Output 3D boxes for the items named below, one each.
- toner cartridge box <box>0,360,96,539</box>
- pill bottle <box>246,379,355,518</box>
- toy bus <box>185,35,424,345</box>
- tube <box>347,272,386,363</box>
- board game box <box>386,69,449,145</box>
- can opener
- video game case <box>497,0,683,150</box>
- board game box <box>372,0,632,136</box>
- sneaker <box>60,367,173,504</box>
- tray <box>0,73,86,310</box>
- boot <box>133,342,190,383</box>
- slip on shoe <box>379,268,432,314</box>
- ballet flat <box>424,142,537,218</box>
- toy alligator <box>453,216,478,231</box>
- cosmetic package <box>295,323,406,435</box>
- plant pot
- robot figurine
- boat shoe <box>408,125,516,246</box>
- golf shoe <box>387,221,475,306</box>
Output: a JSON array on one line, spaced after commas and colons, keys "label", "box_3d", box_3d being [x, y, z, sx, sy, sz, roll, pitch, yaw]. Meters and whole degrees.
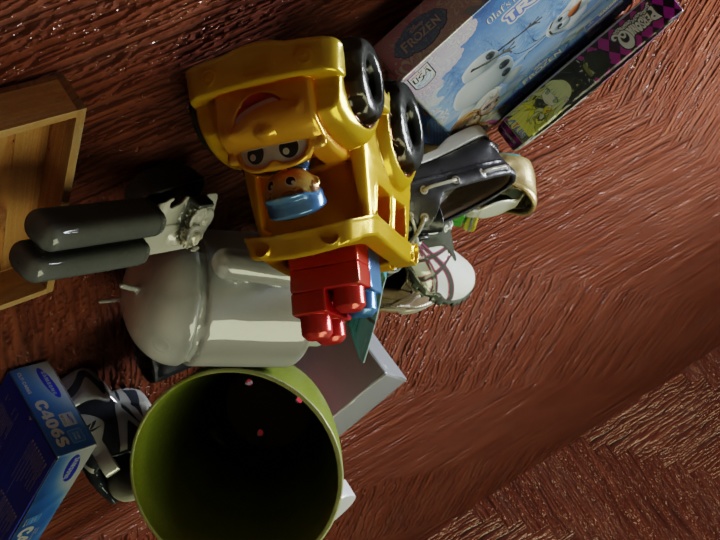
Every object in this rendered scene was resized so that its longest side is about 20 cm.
[{"label": "toner cartridge box", "box_3d": [-0.311, 0.181, 1.064, 0.043, 0.095, 0.200, -15, 151, -46]}, {"label": "pill bottle", "box_3d": [-0.095, 0.188, 1.274, 0.112, 0.200, 0.112, -32, 159, -14]}, {"label": "toy bus", "box_3d": [-0.033, -0.049, 0.840, 0.135, 0.194, 0.200, -8, 164, 18]}, {"label": "tube", "box_3d": [0.000, 0.000, 1.036, 0.050, 0.200, 0.078, 6, 114, -8]}, {"label": "board game box", "box_3d": [0.073, -0.163, 1.055, 0.103, 0.019, 0.200, -35, 159, -10]}, {"label": "can opener", "box_3d": [-0.171, -0.033, 0.832, 0.053, 0.066, 0.200, -59, 163, 24]}, {"label": "video game case", "box_3d": [0.210, -0.185, 1.114, 0.181, 0.036, 0.200, -40, 180, 7]}, {"label": "board game box", "box_3d": [0.124, -0.203, 0.965, 0.200, 0.043, 0.199, -41, 159, 9]}, {"label": "sneaker", "box_3d": [-0.228, 0.178, 1.140, 0.079, 0.130, 0.199, -32, 159, -7]}, {"label": "tray", "box_3d": [-0.247, -0.040, 0.782, 0.098, 0.037, 0.200, -23, 156, -34]}, {"label": "boot", "box_3d": [-0.121, 0.058, 1.143, 0.199, 0.073, 0.182, -32, 159, -18]}, {"label": "slip on shoe", "box_3d": [0.037, 0.005, 1.279, 0.199, 0.076, 0.061, -6, 156, -42]}, {"label": "ballet flat", "box_3d": [0.082, -0.081, 1.091, 0.199, 0.063, 0.069, 0, 149, -24]}, {"label": "toy alligator", "box_3d": [0.103, -0.096, 1.204, 0.200, 0.059, 0.055, 102, 2, -59]}, {"label": "cosmetic package", "box_3d": [-0.057, 0.146, 1.383, 0.200, 0.107, 0.090, -38, 159, 8]}, {"label": "plant pot", "box_3d": [-0.098, 0.156, 1.098, 0.187, 0.187, 0.200, -41, -175, 11]}, {"label": "robot figurine", "box_3d": [-0.113, 0.024, 0.979, 0.199, 0.114, 0.170, 3, 154, -27]}, {"label": "boat shoe", "box_3d": [0.051, -0.056, 0.994, 0.199, 0.060, 0.074, -31, 160, -34]}, {"label": "golf shoe", "box_3d": [0.071, -0.024, 1.203, 0.088, 0.077, 0.199, -43, 142, 19]}]
